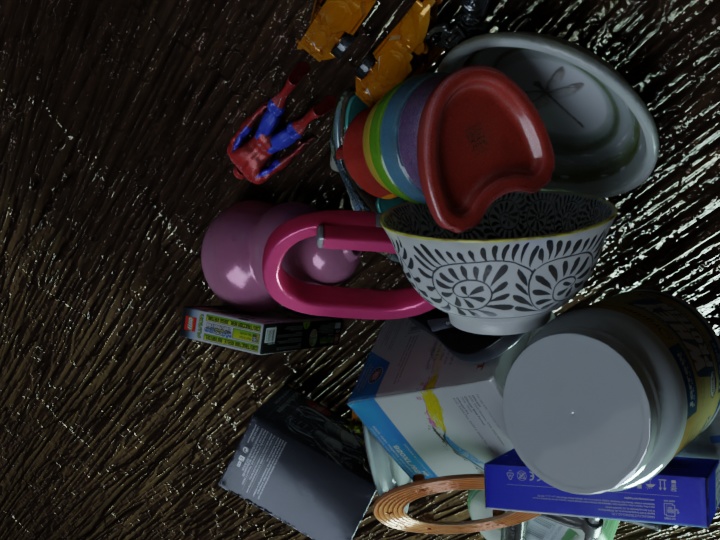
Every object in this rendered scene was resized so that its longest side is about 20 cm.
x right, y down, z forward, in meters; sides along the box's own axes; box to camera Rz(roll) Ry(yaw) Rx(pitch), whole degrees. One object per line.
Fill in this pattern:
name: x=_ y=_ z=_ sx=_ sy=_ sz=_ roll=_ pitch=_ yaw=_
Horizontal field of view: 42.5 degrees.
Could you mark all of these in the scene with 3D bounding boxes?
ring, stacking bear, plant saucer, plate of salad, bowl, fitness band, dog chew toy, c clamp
ring: x=0.110 y=0.252 z=1.013 sx=0.195 sy=0.020 sz=0.202 roll=-3 pitch=149 yaw=-1
stacking bear: x=0.049 y=-0.105 z=0.784 sx=0.199 sy=0.120 sz=0.116 roll=8 pitch=123 yaw=63
plant saucer: x=0.160 y=-0.139 z=0.781 sx=0.197 sy=0.051 sz=0.201 roll=25 pitch=159 yaw=10
plate of salad: x=0.024 y=0.201 z=1.118 sx=0.047 sy=0.202 sz=0.203 roll=-12 pitch=126 yaw=14
bowl: x=0.116 y=-0.004 z=0.782 sx=0.197 sy=0.200 sz=0.097 roll=4 pitch=106 yaw=29
fitness band: x=0.000 y=0.000 z=0.922 sx=0.195 sy=0.038 sz=0.145 roll=5 pitch=144 yaw=-9
dog chew toy: x=-0.082 y=-0.020 z=1.023 sx=0.197 sy=0.125 sz=0.126 roll=-5 pitch=128 yaw=36
c clamp: x=0.240 y=0.322 z=1.074 sx=0.168 sy=0.027 sz=0.203 roll=19 pitch=137 yaw=16

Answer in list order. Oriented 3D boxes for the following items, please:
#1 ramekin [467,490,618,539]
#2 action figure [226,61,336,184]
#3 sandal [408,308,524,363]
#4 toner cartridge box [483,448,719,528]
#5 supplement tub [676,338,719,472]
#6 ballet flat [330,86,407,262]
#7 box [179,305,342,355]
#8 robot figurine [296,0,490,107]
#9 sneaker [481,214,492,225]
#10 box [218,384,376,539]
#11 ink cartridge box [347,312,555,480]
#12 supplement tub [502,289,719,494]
ramekin: x=0.227 y=0.280 z=1.138 sx=0.196 sy=0.098 sz=0.203 roll=18 pitch=137 yaw=17
action figure: x=-0.090 y=-0.142 z=0.967 sx=0.066 sy=0.052 sz=0.199 roll=46 pitch=143 yaw=-8
sandal: x=0.097 y=0.044 z=0.957 sx=0.043 sy=0.076 sz=0.199 roll=50 pitch=163 yaw=-26
toner cartridge box: x=0.220 y=0.195 z=0.845 sx=0.196 sy=0.094 sz=0.044 roll=-2 pitch=87 yaw=28
supplement tub: x=0.354 y=0.131 z=0.884 sx=0.198 sy=0.133 sz=0.133 roll=-16 pitch=121 yaw=42
ballet flat: x=0.003 y=-0.093 z=0.944 sx=0.073 sy=0.075 sz=0.203 roll=1 pitch=127 yaw=32
box: x=-0.111 y=0.067 z=1.094 sx=0.108 sy=0.199 sz=0.036 roll=10 pitch=93 yaw=25
robot figurine: x=0.029 y=-0.231 z=0.793 sx=0.144 sy=0.059 sz=0.200 roll=40 pitch=140 yaw=-8
sneaker: x=0.096 y=-0.040 z=0.928 sx=0.197 sy=0.076 sz=0.116 roll=30 pitch=143 yaw=3
box: x=-0.064 y=0.254 z=1.218 sx=0.180 sy=0.200 sz=0.106 roll=29 pitch=97 yaw=4
ink cartridge box: x=0.120 y=0.125 z=1.017 sx=0.197 sy=0.148 sz=0.145 roll=-15 pitch=124 yaw=41
supplement tub: x=0.216 y=0.099 z=0.780 sx=0.142 sy=0.198 sz=0.148 roll=5 pitch=98 yaw=34
